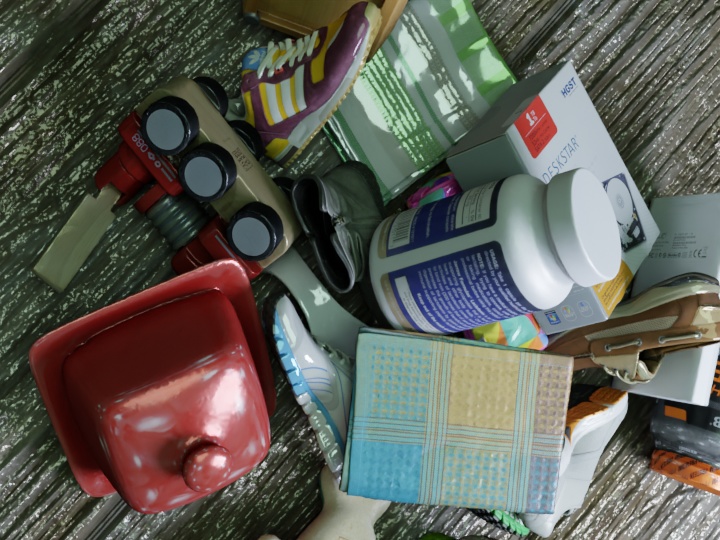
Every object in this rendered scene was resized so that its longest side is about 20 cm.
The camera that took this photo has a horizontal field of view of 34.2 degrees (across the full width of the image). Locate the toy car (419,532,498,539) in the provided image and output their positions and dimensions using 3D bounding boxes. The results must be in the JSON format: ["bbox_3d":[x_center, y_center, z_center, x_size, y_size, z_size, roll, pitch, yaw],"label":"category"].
[{"bbox_3d":[0.159,0.342,1.104,0.197,0.163,0.161,16,84,-28],"label":"toy car"}]

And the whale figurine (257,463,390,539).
[{"bbox_3d":[-0.033,0.286,1.083,0.157,0.104,0.203,23,58,-14],"label":"whale figurine"}]

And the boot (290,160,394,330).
[{"bbox_3d":[0.000,0.000,1.064,0.067,0.131,0.202,-24,96,23],"label":"boot"}]

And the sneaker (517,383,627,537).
[{"bbox_3d":[0.201,0.182,1.139,0.199,0.075,0.094,-30,117,-44],"label":"sneaker"}]

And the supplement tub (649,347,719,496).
[{"bbox_3d":[0.367,0.120,1.181,0.121,0.122,0.203,21,83,-15],"label":"supplement tub"}]

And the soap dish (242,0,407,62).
[{"bbox_3d":[-0.024,-0.269,1.021,0.155,0.200,0.083,19,71,-7],"label":"soap dish"}]

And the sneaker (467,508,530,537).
[{"bbox_3d":[0.116,0.174,1.116,0.085,0.078,0.201,-42,114,-16],"label":"sneaker"}]

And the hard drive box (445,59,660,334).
[{"bbox_3d":[0.187,-0.069,1.112,0.202,0.076,0.156,57,45,-15],"label":"hard drive box"}]

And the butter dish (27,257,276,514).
[{"bbox_3d":[-0.150,0.126,0.983,0.197,0.148,0.202,-23,131,-16],"label":"butter dish"}]

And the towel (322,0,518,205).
[{"bbox_3d":[0.053,-0.177,1.142,0.199,0.031,0.150,-36,99,-15],"label":"towel"}]

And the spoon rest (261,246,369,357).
[{"bbox_3d":[-0.024,0.070,1.097,0.099,0.061,0.202,-36,98,-14],"label":"spoon rest"}]

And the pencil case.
[{"bbox_3d":[0.112,0.003,1.128,0.087,0.088,0.203,-23,93,-16],"label":"pencil case"}]

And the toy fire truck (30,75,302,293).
[{"bbox_3d":[-0.175,-0.043,1.038,0.199,0.129,0.177,-35,100,26],"label":"toy fire truck"}]

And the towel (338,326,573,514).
[{"bbox_3d":[0.084,0.133,1.024,0.196,0.022,0.150,7,93,-9],"label":"towel"}]

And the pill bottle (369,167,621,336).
[{"bbox_3d":[0.115,-0.015,1.004,0.115,0.198,0.118,27,56,-48],"label":"pill bottle"}]

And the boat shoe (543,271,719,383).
[{"bbox_3d":[0.256,0.069,1.113,0.075,0.199,0.075,6,63,-45],"label":"boat shoe"}]

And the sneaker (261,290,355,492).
[{"bbox_3d":[-0.022,0.096,1.046,0.086,0.075,0.202,-27,114,-3],"label":"sneaker"}]

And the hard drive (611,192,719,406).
[{"bbox_3d":[0.315,0.026,1.162,0.026,0.131,0.204,15,85,-22],"label":"hard drive"}]

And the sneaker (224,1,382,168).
[{"bbox_3d":[-0.058,-0.173,1.029,0.089,0.200,0.076,32,44,-11],"label":"sneaker"}]
